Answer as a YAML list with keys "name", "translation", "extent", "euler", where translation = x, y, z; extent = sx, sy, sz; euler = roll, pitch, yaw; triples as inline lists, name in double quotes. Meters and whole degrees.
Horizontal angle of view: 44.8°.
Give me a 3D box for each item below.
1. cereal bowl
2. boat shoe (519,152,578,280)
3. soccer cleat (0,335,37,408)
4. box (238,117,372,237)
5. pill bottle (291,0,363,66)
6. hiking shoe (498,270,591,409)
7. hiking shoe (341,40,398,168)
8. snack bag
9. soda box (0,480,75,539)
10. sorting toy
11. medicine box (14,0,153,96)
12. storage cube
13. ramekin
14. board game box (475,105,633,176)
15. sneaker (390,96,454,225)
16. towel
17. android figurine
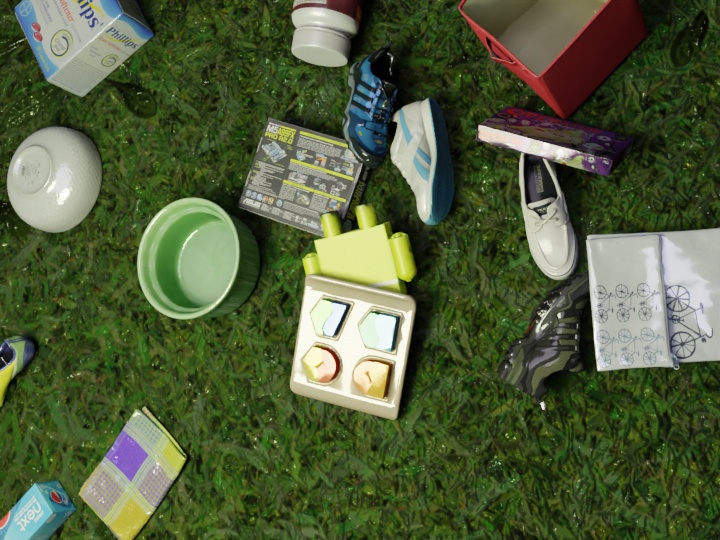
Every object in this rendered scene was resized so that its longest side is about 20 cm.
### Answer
- name: "cereal bowl"
  translation: [-0.587, -0.176, 1.639]
  extent: [0.198, 0.083, 0.203]
  euler: [-3, 82, 22]
- name: "boat shoe"
  translation: [0.270, -0.087, 1.273]
  extent: [0.071, 0.066, 0.202]
  euler: [-9, 79, 21]
- name: "soccer cleat"
  translation: [-0.683, 0.200, 1.623]
  extent: [0.065, 0.084, 0.201]
  euler: [42, 99, 22]
- name: "box"
  translation: [-0.089, -0.149, 1.446]
  extent: [0.198, 0.044, 0.162]
  euler: [19, 89, 24]
- name: "pill bottle"
  translation: [-0.050, -0.448, 1.434]
  extent: [0.113, 0.114, 0.202]
  euler: [8, 86, 23]
- name: "hiking shoe"
  translation: [0.287, 0.096, 1.246]
  extent: [0.100, 0.076, 0.201]
  euler: [38, 92, 0]
- name: "hiking shoe"
  translation: [0.019, -0.259, 1.366]
  extent: [0.087, 0.074, 0.202]
  euler: [-33, 53, 50]
- name: "snack bag"
  translation: [0.413, 0.039, 1.192]
  extent: [0.198, 0.021, 0.191]
  euler: [-3, 82, 7]
- name: "soda box"
  translation: [-0.606, 0.469, 1.563]
  extent: [0.200, 0.064, 0.068]
  euler: [-46, 69, 10]
- name: "sorting toy"
  translation: [-0.016, 0.119, 1.345]
  extent: [0.183, 0.036, 0.202]
  euler: [12, 103, 18]
- name: "medicine box"
  translation: [-0.519, -0.468, 1.641]
  extent: [0.199, 0.103, 0.183]
  euler: [-35, 71, 15]
- name: "storage cube"
  translation: [0.275, -0.354, 1.243]
  extent: [0.200, 0.179, 0.171]
  euler: [-47, 65, 11]
- name: "ramekin"
  translation: [-0.266, -0.015, 1.471]
  extent: [0.198, 0.098, 0.202]
  euler: [-4, 81, 22]
- name: "board game box"
  translation: [0.280, -0.189, 1.258]
  extent: [0.198, 0.120, 0.033]
  euler: [19, 117, 24]
- name: "sneaker"
  translation: [0.094, -0.164, 1.360]
  extent: [0.080, 0.076, 0.202]
  euler: [-13, 71, 28]
- name: "towel"
  translation: [-0.394, 0.356, 1.513]
  extent: [0.143, 0.023, 0.201]
  euler: [41, 99, 23]
- name: "android figurine"
  translation: [0.000, 0.000, 1.362]
  extent: [0.180, 0.041, 0.202]
  euler: [-10, 95, 21]
